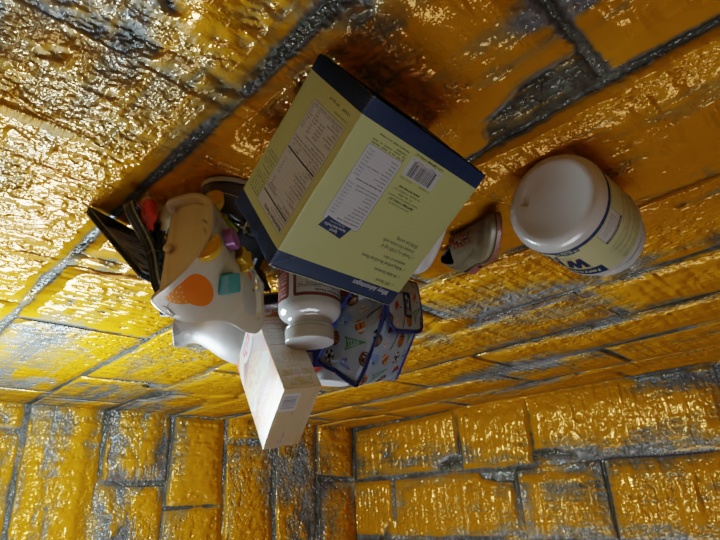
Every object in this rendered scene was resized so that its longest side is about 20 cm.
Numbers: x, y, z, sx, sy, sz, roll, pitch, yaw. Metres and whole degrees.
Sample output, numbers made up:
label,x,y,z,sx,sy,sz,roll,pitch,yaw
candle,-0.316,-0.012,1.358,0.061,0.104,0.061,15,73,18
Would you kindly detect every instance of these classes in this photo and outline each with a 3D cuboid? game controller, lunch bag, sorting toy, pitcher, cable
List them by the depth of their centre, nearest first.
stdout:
label,x,y,z,sx,sy,sz,roll,pitch,yaw
cable,-0.290,-0.041,0.740,0.050,0.201,0.097,-35,138,5
sorting toy,-0.197,0.000,0.750,0.106,0.202,0.181,-24,135,11
game controller,-0.227,-0.019,0.927,0.103,0.042,0.201,-8,145,-36
lunch bag,0.035,0.105,0.965,0.123,0.202,0.169,24,-175,29
pitcher,-0.276,0.117,1.110,0.197,0.172,0.123,10,124,7

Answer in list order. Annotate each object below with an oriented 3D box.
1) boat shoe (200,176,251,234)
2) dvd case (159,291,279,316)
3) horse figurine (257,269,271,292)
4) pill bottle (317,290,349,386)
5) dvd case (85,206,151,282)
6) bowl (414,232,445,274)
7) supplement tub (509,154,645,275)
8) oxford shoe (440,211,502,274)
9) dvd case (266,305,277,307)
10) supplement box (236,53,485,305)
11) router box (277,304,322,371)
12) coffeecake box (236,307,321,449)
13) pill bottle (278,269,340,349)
label,x,y,z,sx,sy,sz,roll,pitch,yaw
boat shoe,-0.160,-0.085,0.811,0.071,0.060,0.199,-22,149,38
dvd case,-0.257,0.063,0.975,0.198,0.025,0.149,-5,179,-42
horse figurine,-0.273,0.005,1.015,0.197,0.051,0.133,3,156,-14
pill bottle,-0.058,0.140,1.102,0.110,0.203,0.112,3,160,1
dvd case,-0.338,-0.022,0.824,0.016,0.199,0.149,-51,147,-1
bowl,0.045,-0.063,0.807,0.196,0.075,0.201,2,139,-10
supplement tub,0.339,-0.075,0.790,0.198,0.147,0.144,19,148,-40
oxford shoe,0.201,-0.045,0.940,0.074,0.071,0.201,6,154,-6
dvd case,-0.167,0.103,1.291,0.140,0.018,0.200,-7,157,9
supplement box,-0.003,-0.096,0.608,0.199,0.135,0.201,20,113,-41
router box,-0.127,0.116,1.055,0.048,0.203,0.179,5,156,-21
coffeecake box,-0.156,0.190,0.940,0.072,0.201,0.155,1,126,-31
pill bottle,-0.090,0.031,0.908,0.110,0.203,0.112,-2,157,-1
